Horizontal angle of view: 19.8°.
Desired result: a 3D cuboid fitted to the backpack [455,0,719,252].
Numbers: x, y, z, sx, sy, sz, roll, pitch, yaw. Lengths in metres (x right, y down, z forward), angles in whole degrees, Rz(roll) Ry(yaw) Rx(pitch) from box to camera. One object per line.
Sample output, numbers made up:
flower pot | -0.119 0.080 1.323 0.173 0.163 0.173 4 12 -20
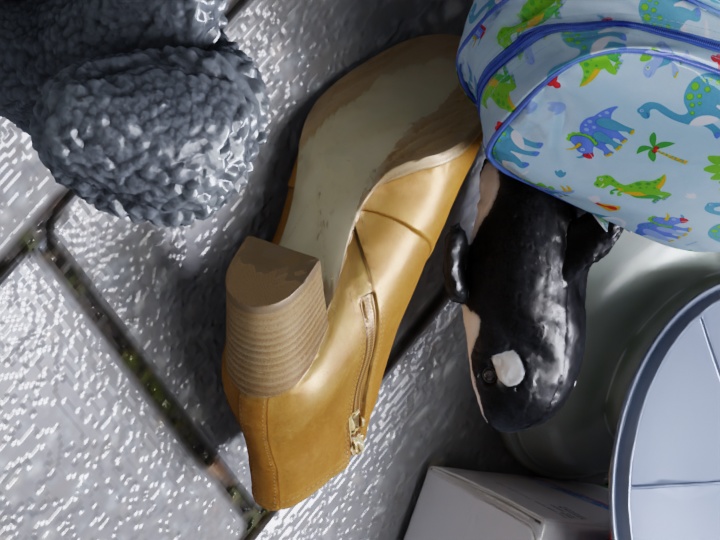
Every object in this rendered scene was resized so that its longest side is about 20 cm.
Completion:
backpack | 0.139 -0.086 0.881 0.199 0.163 0.155 35 59 -11

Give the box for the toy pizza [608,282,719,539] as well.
toy pizza | 0.188 0.104 1.036 0.199 0.032 0.203 -1 91 -40

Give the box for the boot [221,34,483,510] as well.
boot | 0.000 0.001 0.932 0.202 0.070 0.145 -51 154 -33

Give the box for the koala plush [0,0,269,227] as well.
koala plush | -0.131 -0.127 0.671 0.199 0.183 0.179 22 83 -29

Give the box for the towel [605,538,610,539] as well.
towel | 0.181 0.191 1.091 0.199 0.049 0.149 -18 120 -43

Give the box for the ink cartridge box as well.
ink cartridge box | 0.100 0.190 1.105 0.199 0.084 0.146 13 98 -49

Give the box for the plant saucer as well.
plant saucer | 0.162 0.038 1.090 0.199 0.050 0.202 -25 136 -26

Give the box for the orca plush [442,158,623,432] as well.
orca plush | 0.102 -0.024 0.967 0.105 0.071 0.202 37 63 -42
